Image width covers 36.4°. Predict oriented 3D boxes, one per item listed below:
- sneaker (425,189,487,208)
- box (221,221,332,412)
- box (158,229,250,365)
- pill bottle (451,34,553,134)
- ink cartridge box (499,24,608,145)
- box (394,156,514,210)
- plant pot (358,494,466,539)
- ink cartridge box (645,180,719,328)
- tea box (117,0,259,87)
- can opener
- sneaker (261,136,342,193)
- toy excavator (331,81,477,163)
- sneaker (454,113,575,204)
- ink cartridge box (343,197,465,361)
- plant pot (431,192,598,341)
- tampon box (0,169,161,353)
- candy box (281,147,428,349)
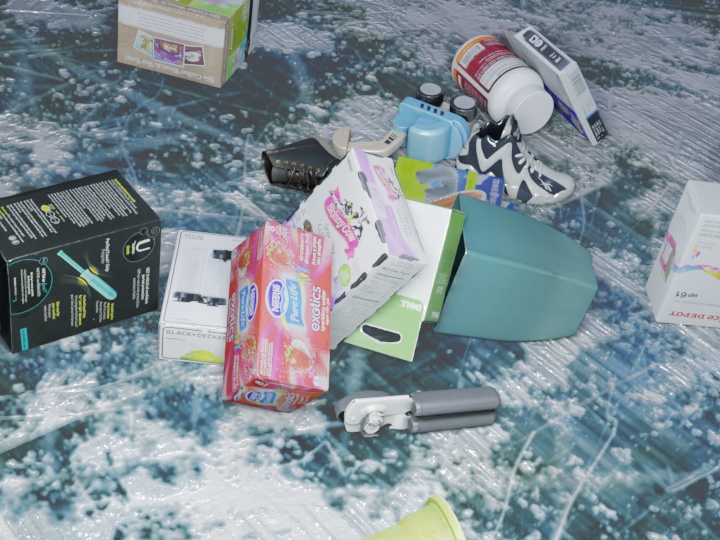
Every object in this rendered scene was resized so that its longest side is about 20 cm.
[{"bbox_3d":[0.095,-0.055,1.606,0.199,0.080,0.071,-13,28,5],"label":"sneaker"},{"bbox_3d":[-0.098,0.056,1.299,0.095,0.100,0.201,15,61,-28],"label":"box"},{"bbox_3d":[-0.194,0.034,1.420,0.116,0.060,0.200,6,36,-7],"label":"box"},{"bbox_3d":[0.257,-0.332,1.970,0.113,0.113,0.200,-10,42,-26],"label":"pill bottle"},{"bbox_3d":[0.347,-0.342,1.953,0.043,0.198,0.200,-39,47,2],"label":"ink cartridge box"},{"bbox_3d":[0.144,-0.111,1.705,0.199,0.048,0.122,12,37,4],"label":"box"},{"bbox_3d":[0.008,0.326,0.997,0.184,0.201,0.201,-12,41,-10],"label":"plant pot"},{"bbox_3d":[0.505,-0.017,1.543,0.144,0.200,0.085,6,41,-5],"label":"ink cartridge box"},{"bbox_3d":[-0.306,-0.446,1.966,0.199,0.134,0.197,15,37,6],"label":"tea box"},{"bbox_3d":[0.070,0.162,1.320,0.199,0.053,0.067,-1,37,-15],"label":"can opener"},{"bbox_3d":[-0.073,-0.136,1.675,0.106,0.075,0.200,-15,34,-23],"label":"sneaker"},{"bbox_3d":[0.075,-0.223,1.809,0.194,0.100,0.200,24,47,19],"label":"toy excavator"},{"bbox_3d":[0.259,-0.187,1.764,0.198,0.130,0.080,14,37,5],"label":"sneaker"},{"bbox_3d":[0.057,0.009,1.416,0.104,0.201,0.059,15,2,24],"label":"ink cartridge box"},{"bbox_3d":[0.210,0.010,1.490,0.199,0.142,0.142,13,36,-8],"label":"plant pot"},{"bbox_3d":[-0.366,-0.015,1.367,0.200,0.150,0.126,-18,46,-33],"label":"tampon box"},{"bbox_3d":[-0.021,-0.026,1.385,0.071,0.200,0.168,12,47,-38],"label":"candy box"}]
